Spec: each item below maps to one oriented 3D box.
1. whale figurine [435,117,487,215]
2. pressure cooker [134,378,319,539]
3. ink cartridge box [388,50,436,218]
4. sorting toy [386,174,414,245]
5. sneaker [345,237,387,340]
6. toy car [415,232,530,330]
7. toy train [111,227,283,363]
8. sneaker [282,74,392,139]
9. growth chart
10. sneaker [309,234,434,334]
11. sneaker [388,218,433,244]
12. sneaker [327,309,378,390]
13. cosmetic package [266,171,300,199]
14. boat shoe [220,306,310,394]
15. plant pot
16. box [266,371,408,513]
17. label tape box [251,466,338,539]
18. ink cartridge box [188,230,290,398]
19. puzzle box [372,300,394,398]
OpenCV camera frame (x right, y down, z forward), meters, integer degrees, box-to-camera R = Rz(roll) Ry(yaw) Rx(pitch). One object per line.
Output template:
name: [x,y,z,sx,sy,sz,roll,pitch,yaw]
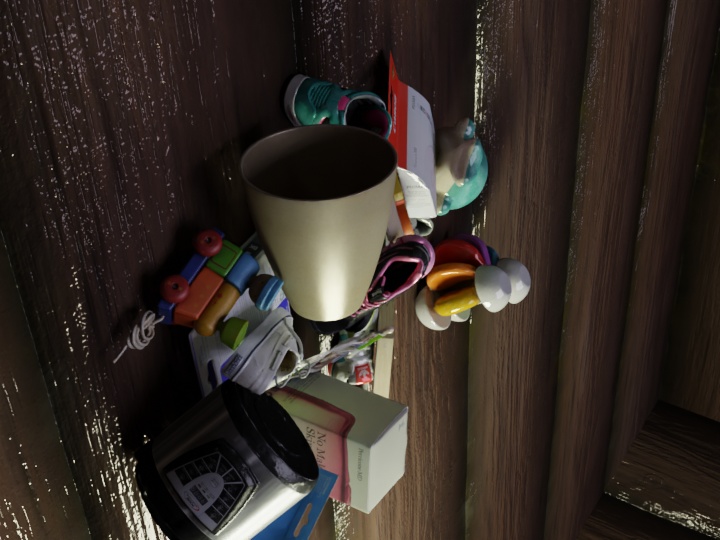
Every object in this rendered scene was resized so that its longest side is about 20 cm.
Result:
whale figurine: [0.159,-0.157,1.859,0.200,0.103,0.160,-179,-73,-77]
pressure cooker: [-0.171,0.252,1.456,0.200,0.176,0.179,-38,131,8]
ink cartridge box: [0.078,-0.196,1.736,0.200,0.057,0.163,78,12,-57]
sorting toy: [0.042,-0.121,1.703,0.185,0.036,0.200,70,8,-53]
sneaker: [0.000,0.000,1.698,0.083,0.071,0.201,-59,151,-78]
toy car: [0.186,0.009,2.088,0.200,0.175,0.150,-16,85,-59]
toy train: [-0.184,0.057,1.388,0.200,0.115,0.085,-58,174,-25]
sneaker: [-0.011,-0.187,1.569,0.084,0.120,0.200,-66,155,-8]
growth chart: [-0.063,0.131,1.667,0.200,0.018,0.145,-21,170,-32]
sneaker: [0.012,0.025,1.614,0.200,0.079,0.095,-35,-167,10]
sneaker: [0.041,-0.056,1.806,0.200,0.088,0.074,-32,137,-48]
sneaker: [0.000,0.119,1.803,0.070,0.093,0.200,-6,129,-21]
cosmetic package: [-0.069,-0.062,1.560,0.083,0.051,0.200,-53,131,-28]
boat shoe: [-0.103,0.108,1.481,0.075,0.086,0.202,-52,180,14]
plant pot: [-0.047,-0.046,1.440,0.187,0.187,0.201,-42,140,-44]
box: [-0.044,0.239,1.714,0.109,0.199,0.128,-39,140,-48]
label tape box: [-0.138,0.298,1.570,0.063,0.200,0.145,36,73,-35]
ink cartridge box: [-0.163,0.083,1.551,0.200,0.043,0.199,-50,148,-39]
puzzle box: [0.038,0.107,1.876,0.200,0.025,0.133,-85,179,-59]
